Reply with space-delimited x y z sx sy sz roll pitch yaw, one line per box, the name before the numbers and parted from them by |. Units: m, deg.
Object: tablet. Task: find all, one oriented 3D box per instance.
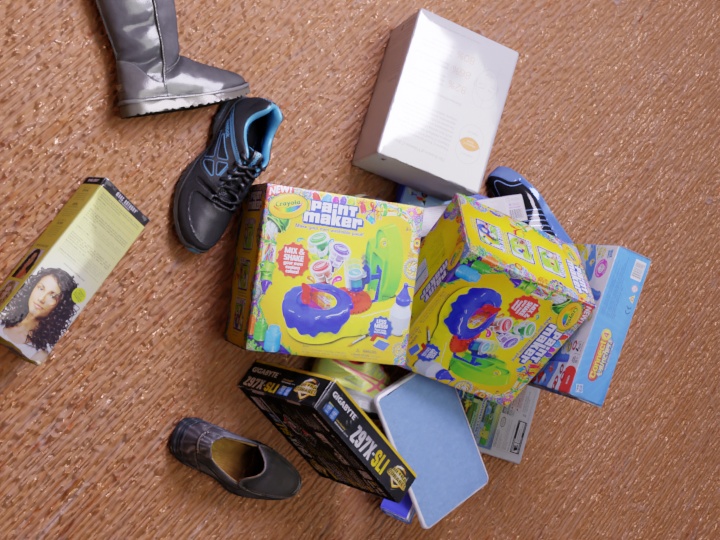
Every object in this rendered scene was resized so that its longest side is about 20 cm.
tablet | 0.097 0.230 1.398 0.130 0.014 0.201 -29 106 -31

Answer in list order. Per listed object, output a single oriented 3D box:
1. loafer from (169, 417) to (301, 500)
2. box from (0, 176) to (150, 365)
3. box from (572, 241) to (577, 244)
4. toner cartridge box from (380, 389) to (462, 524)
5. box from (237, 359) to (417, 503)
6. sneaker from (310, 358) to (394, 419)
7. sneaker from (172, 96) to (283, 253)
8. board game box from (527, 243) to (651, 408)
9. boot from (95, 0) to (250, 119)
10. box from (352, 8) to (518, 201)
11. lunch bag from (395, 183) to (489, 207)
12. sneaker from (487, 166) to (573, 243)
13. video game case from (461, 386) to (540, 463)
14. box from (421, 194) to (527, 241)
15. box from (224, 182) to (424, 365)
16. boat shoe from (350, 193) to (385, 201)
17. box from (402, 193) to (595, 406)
loafer | -0.140 0.241 1.274 0.199 0.072 0.073 29 75 -40
box | -0.316 -0.002 1.110 0.075 0.050 0.201 46 65 -34
box | 0.266 0.034 1.549 0.036 0.142 0.201 100 15 -61
toner cartridge box | 0.088 0.251 1.459 0.095 0.043 0.201 71 42 -72
box | -0.041 0.201 1.298 0.049 0.159 0.200 -52 124 -23
sneaker | 0.012 0.150 1.395 0.199 0.078 0.091 25 69 -43
sneaker | -0.155 -0.115 1.214 0.073 0.082 0.202 27 78 -40
board game box | 0.279 0.065 1.391 0.056 0.196 0.202 22 85 -21
boot | -0.214 -0.280 1.163 0.181 0.072 0.202 -15 98 -41
box | 0.097 -0.213 1.374 0.151 0.106 0.202 20 82 -17
lunch bag | 0.110 -0.044 1.459 0.199 0.094 0.152 21 77 -28
sneaker | 0.241 -0.060 1.528 0.078 0.070 0.200 -33 79 -24
video game case | 0.211 0.183 1.604 0.182 0.022 0.202 23 80 -40
box | 0.133 -0.069 1.411 0.198 0.039 0.042 -11 82 -25
box | -0.046 0.005 1.259 0.198 0.122 0.195 7 90 -20
boat shoe | 0.000 0.000 1.371 0.073 0.065 0.202 0 96 -42
box | 0.158 0.041 1.341 0.191 0.122 0.201 21 125 -20
